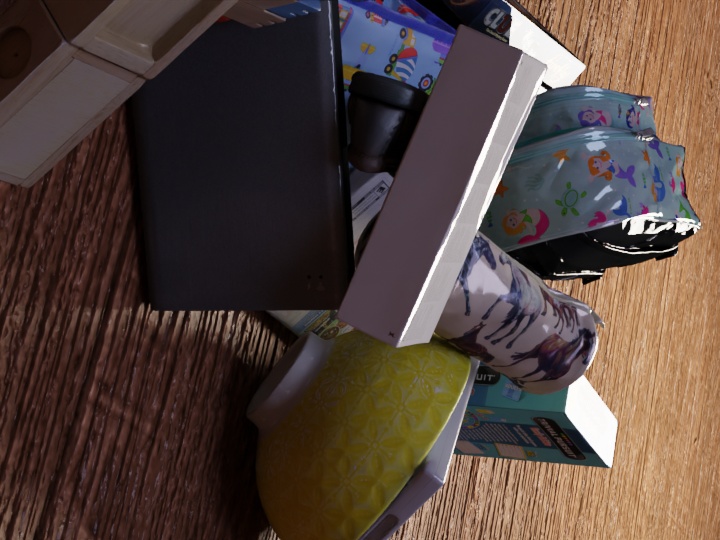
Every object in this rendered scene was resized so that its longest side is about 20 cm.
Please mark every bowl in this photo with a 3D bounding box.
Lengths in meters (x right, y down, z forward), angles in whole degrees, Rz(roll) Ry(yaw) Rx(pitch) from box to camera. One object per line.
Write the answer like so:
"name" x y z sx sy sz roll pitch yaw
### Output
"bowl" -0.021 0.109 1.284 0.107 0.200 0.201 38 45 -8

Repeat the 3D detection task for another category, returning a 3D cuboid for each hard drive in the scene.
"hard drive" -0.077 -0.075 1.129 0.033 0.138 0.202 -43 131 -71

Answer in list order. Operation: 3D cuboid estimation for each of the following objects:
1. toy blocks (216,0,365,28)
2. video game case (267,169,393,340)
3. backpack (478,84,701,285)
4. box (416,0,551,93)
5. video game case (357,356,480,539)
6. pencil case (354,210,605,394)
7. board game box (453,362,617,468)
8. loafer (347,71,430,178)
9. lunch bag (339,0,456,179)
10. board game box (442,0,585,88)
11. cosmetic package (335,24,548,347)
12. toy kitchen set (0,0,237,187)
"toy blocks" -0.076 -0.185 1.027 0.136 0.199 0.101 11 73 -59
"video game case" 0.000 0.000 1.344 0.143 0.018 0.200 -41 149 3
"backpack" 0.154 -0.061 1.355 0.199 0.177 0.152 -12 86 -56
"box" 0.094 -0.169 1.485 0.079 0.141 0.200 -50 156 10
"video game case" 0.019 0.157 1.317 0.022 0.182 0.200 38 28 -8
"pencil case" 0.091 0.017 1.252 0.200 0.089 0.078 34 25 -37
"board game box" 0.102 0.116 1.470 0.151 0.199 0.047 47 50 -58
"loafer" 0.024 -0.088 1.175 0.200 0.071 0.063 17 90 -76
"lunch bag" -0.032 -0.135 1.237 0.200 0.094 0.151 5 120 -58
"board game box" 0.098 -0.224 1.421 0.035 0.136 0.200 -47 154 11
"cosmetic package" 0.052 -0.052 1.111 0.201 0.050 0.083 -67 166 6
"toy kitchen set" -0.206 -0.190 0.923 0.201 0.180 0.163 58 18 23
